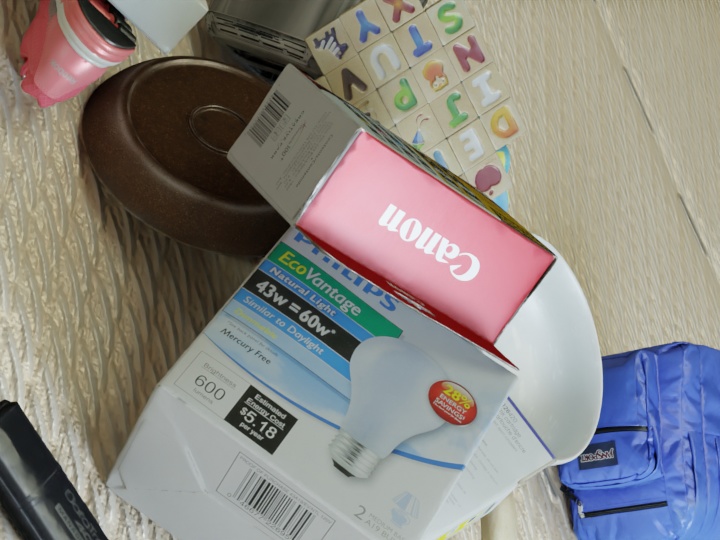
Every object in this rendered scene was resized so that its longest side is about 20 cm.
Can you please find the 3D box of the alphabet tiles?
[{"bbox_3d":[0.041,-0.126,1.410,0.201,0.166,0.006,61,-12,-19],"label":"alphabet tiles"}]

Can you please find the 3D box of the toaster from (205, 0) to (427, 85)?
[{"bbox_3d":[-0.035,-0.219,1.459,0.130,0.199,0.114,-62,145,-7],"label":"toaster"}]

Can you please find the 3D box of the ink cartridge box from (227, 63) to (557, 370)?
[{"bbox_3d":[0.031,-0.036,1.208,0.199,0.084,0.176,30,9,-34],"label":"ink cartridge box"}]

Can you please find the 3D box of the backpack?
[{"bbox_3d":[0.266,0.180,1.678,0.167,0.162,0.202,10,71,-45],"label":"backpack"}]

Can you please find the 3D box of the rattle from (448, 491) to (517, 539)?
[{"bbox_3d":[0.051,0.240,1.368,0.142,0.130,0.202,6,88,-45],"label":"rattle"}]

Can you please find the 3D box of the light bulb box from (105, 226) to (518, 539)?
[{"bbox_3d":[-0.030,0.108,1.179,0.198,0.125,0.200,35,44,2],"label":"light bulb box"}]

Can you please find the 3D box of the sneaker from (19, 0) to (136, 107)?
[{"bbox_3d":[-0.216,-0.175,1.261,0.074,0.087,0.200,43,11,-20],"label":"sneaker"}]

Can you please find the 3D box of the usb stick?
[{"bbox_3d":[-0.180,0.170,1.080,0.201,0.032,0.055,58,22,-10],"label":"usb stick"}]

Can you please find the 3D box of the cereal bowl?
[{"bbox_3d":[0.122,0.071,1.479,0.200,0.083,0.202,26,57,-49],"label":"cereal bowl"}]

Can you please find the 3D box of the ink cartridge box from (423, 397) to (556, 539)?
[{"bbox_3d":[0.019,0.115,1.323,0.199,0.047,0.198,-23,69,-41],"label":"ink cartridge box"}]

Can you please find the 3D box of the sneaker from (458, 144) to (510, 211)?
[{"bbox_3d":[0.048,-0.094,1.462,0.200,0.130,0.080,46,7,-35],"label":"sneaker"}]

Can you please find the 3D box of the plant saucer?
[{"bbox_3d":[-0.109,-0.096,1.308,0.199,0.035,0.201,16,44,-16],"label":"plant saucer"}]

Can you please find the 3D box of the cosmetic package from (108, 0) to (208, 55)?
[{"bbox_3d":[-0.189,-0.256,1.296,0.151,0.052,0.200,40,12,-24],"label":"cosmetic package"}]
